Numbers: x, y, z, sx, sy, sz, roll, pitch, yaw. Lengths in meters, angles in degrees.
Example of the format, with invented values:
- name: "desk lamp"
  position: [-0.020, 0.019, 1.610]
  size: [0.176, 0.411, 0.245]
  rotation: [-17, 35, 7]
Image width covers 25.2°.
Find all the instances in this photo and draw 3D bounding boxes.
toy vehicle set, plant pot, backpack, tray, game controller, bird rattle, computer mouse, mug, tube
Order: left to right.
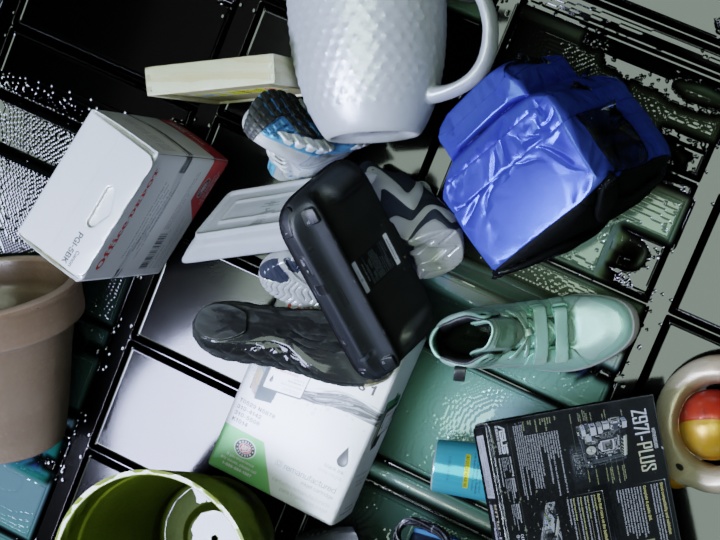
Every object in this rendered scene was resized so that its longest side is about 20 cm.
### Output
- name: "plant pot"
  position: [-0.371, 0.097, 1.633]
  size: [0.199, 0.200, 0.176]
  rotation: [-1, 108, 14]
- name: "plant pot"
  position: [-0.171, 0.281, 1.573]
  size: [0.199, 0.193, 0.202]
  rotation: [0, 92, 14]
- name: "toy vehicle set"
  position: [-0.113, -0.181, 1.538]
  size: [0.123, 0.200, 0.027]
  rotation: [-4, 92, 13]
- name: "tray"
  position: [-0.084, -0.056, 1.548]
  size: [0.199, 0.108, 0.022]
  rotation: [-7, 127, 41]
- name: "game controller"
  position: [0.000, 0.000, 1.464]
  size: [0.042, 0.104, 0.201]
  rotation: [1, 128, 44]
- name: "computer mouse"
  position: [0.005, 0.275, 1.573]
  size: [0.199, 0.034, 0.059]
  rotation: [-15, 79, 37]
- name: "mug"
  position: [0.030, -0.211, 1.461]
  size: [0.199, 0.147, 0.177]
  rotation: [-4, 88, 24]
- name: "tube"
  position: [0.169, 0.203, 1.563]
  size: [0.198, 0.050, 0.078]
  rotation: [7, 93, 8]
- name: "backpack"
  position: [0.183, -0.110, 1.463]
  size: [0.162, 0.200, 0.169]
  rotation: [-34, 79, 35]
- name: "bird rattle"
  position: [0.347, 0.135, 1.489]
  size: [0.162, 0.112, 0.202]
  rotation: [-7, 87, 31]

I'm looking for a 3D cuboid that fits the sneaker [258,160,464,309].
- name: "sneaker"
  position: [-0.008, -0.042, 1.559]
  size: [0.198, 0.130, 0.080]
  rotation: [-18, 132, -1]

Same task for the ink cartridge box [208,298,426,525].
- name: "ink cartridge box"
  position: [-0.042, 0.125, 1.590]
  size: [0.145, 0.084, 0.201]
  rotation: [24, 98, 12]

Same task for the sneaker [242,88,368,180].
- name: "sneaker"
  position: [-0.063, -0.117, 1.533]
  size: [0.087, 0.200, 0.075]
  rotation: [-40, 73, 21]

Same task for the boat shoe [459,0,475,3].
- name: "boat shoe"
  position: [0.039, -0.324, 1.562]
  size: [0.201, 0.065, 0.075]
  rotation: [33, 99, 11]

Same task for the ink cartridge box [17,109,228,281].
- name: "ink cartridge box"
  position: [-0.228, -0.073, 1.570]
  size: [0.083, 0.200, 0.147]
  rotation: [35, 99, 11]

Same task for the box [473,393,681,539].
- name: "box"
  position: [0.204, 0.227, 1.494]
  size: [0.163, 0.086, 0.202]
  rotation: [-10, 83, -5]

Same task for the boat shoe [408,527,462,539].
- name: "boat shoe"
  position: [0.132, 0.311, 1.553]
  size: [0.199, 0.084, 0.069]
  rotation: [23, 86, 15]

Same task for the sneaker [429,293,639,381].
- name: "sneaker"
  position: [0.162, 0.065, 1.519]
  size: [0.199, 0.118, 0.074]
  rotation: [-8, 89, 13]

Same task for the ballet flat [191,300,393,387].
- name: "ballet flat"
  position: [-0.063, 0.068, 1.533]
  size: [0.199, 0.057, 0.067]
  rotation: [13, 76, 7]
